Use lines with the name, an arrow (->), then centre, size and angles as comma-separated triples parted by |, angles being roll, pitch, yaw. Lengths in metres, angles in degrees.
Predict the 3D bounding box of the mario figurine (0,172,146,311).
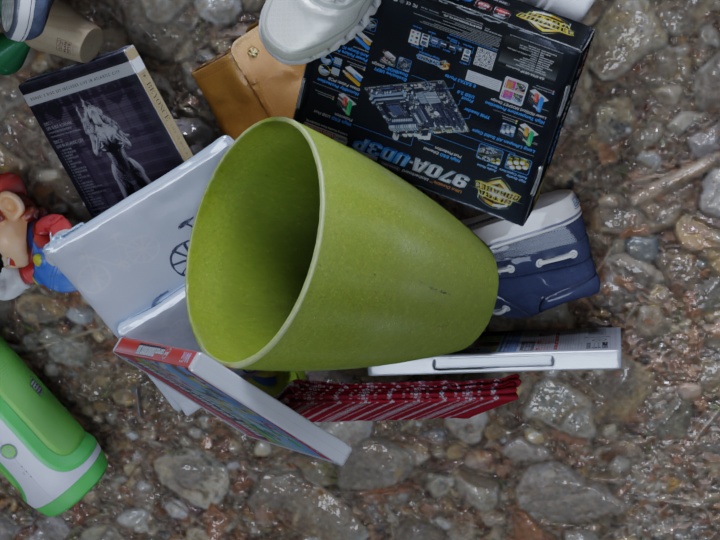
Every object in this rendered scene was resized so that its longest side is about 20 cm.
mario figurine -> -0.270, 0.000, 1.460 | 0.200, 0.106, 0.124 | 26, 116, 5

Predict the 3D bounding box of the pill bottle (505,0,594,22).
pill bottle -> 0.088, -0.260, 1.307 | 0.200, 0.114, 0.114 | 32, 113, -6

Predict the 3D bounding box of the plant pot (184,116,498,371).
plant pot -> 0.000, 0.000, 1.313 | 0.200, 0.187, 0.187 | 15, 118, -33

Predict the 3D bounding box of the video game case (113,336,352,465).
video game case -> -0.103, 0.099, 1.340 | 0.143, 0.200, 0.017 | 34, 77, -21

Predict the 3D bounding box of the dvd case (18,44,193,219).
dvd case -> -0.189, -0.082, 1.434 | 0.149, 0.016, 0.200 | -9, 116, 45

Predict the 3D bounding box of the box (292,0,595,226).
box -> 0.057, -0.139, 1.301 | 0.200, 0.046, 0.159 | 21, 126, 8

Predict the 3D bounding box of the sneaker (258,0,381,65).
sneaker -> 0.002, -0.226, 1.210 | 0.200, 0.081, 0.075 | -44, 85, 7

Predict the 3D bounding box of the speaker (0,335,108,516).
speaker -> -0.315, 0.122, 1.537 | 0.088, 0.088, 0.200 | -35, 105, 19

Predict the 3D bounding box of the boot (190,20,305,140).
boot -> -0.028, -0.147, 1.394 | 0.201, 0.071, 0.144 | -22, 108, 20

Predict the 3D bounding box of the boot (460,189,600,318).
boot -> 0.096, 0.005, 1.439 | 0.200, 0.073, 0.090 | -16, 104, 13

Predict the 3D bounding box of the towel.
towel -> 0.020, 0.108, 1.439 | 0.200, 0.145, 0.023 | 0, 78, -15

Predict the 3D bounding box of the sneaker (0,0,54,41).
sneaker -> -0.189, -0.247, 1.314 | 0.146, 0.203, 0.077 | 16, 152, -17

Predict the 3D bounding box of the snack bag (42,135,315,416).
snack bag -> -0.124, 0.005, 1.398 | 0.188, 0.021, 0.200 | -30, 118, 11

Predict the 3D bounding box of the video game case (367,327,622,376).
video game case -> 0.114, 0.066, 1.427 | 0.200, 0.143, 0.018 | -2, 95, 9

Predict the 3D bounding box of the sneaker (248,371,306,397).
sneaker -> -0.112, 0.050, 1.485 | 0.105, 0.076, 0.200 | -6, 113, 11

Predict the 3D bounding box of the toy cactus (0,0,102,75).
toy cactus -> -0.283, -0.212, 1.373 | 0.165, 0.102, 0.200 | 26, 117, 18
